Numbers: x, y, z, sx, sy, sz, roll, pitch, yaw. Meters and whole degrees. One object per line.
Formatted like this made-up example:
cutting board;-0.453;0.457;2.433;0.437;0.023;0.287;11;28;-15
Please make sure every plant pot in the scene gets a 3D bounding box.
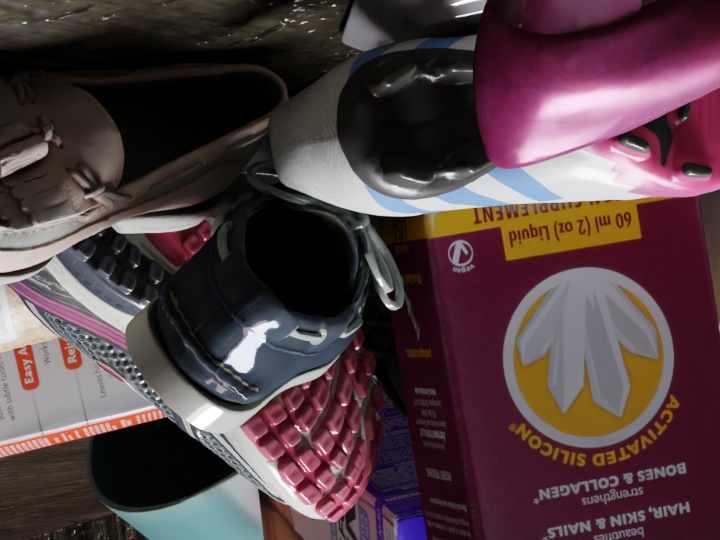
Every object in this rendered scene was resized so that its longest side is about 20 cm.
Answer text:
plant pot;-0.012;0.095;1.438;0.200;0.161;0.201;-32;-153;19

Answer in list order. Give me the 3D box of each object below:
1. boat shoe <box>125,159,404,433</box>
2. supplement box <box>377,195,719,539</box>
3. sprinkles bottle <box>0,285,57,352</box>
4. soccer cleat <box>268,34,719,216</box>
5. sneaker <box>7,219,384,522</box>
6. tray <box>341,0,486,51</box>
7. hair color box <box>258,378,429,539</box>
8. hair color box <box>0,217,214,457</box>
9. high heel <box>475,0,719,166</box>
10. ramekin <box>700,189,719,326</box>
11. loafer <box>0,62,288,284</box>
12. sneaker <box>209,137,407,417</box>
boat shoe;-0.025;-0.002;1.033;0.062;0.075;0.200;-41;177;21
supplement box;0.081;0.068;1.088;0.110;0.201;0.086;-9;180;-12
sprinkles bottle;-0.172;0.006;1.180;0.199;0.069;0.068;-14;173;-3
soccer cleat;0.059;-0.057;1.019;0.199;0.070;0.086;-4;179;-31
sneaker;-0.069;0.022;1.126;0.075;0.200;0.081;-24;-155;48
tray;0.094;-0.107;1.015;0.199;0.022;0.107;-14;172;-7
hair color box;0.012;0.123;1.231;0.064;0.110;0.200;-10;-165;-16
hair color box;-0.118;0.020;1.262;0.199;0.102;0.061;-13;174;-5
high heel;0.133;-0.080;0.907;0.199;0.096;0.067;-6;-145;-22
ramekin;0.221;0.015;1.242;0.199;0.098;0.201;18;168;4
loafer;-0.097;-0.045;0.983;0.063;0.072;0.200;-38;168;29
sneaker;0.000;0.000;1.169;0.199;0.107;0.075;13;161;-29
